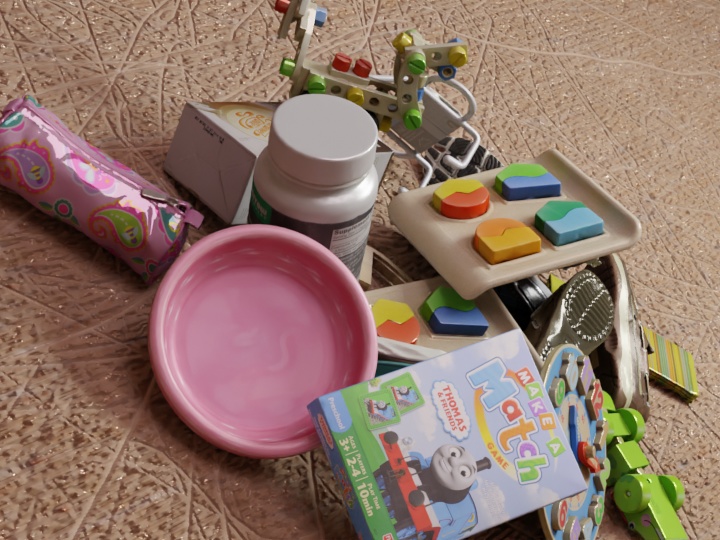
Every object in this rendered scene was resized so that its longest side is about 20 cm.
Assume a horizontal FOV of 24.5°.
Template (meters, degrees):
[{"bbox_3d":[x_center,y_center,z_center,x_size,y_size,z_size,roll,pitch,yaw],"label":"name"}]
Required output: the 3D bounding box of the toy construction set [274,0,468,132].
[{"bbox_3d":[-0.003,-0.206,1.648,0.199,0.132,0.092,24,31,-2],"label":"toy construction set"}]

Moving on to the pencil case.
[{"bbox_3d":[-0.239,-0.073,1.469,0.200,0.088,0.088,33,32,-5],"label":"pencil case"}]

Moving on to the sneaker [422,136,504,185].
[{"bbox_3d":[0.155,-0.077,1.883,0.200,0.077,0.085,34,-7,17],"label":"sneaker"}]

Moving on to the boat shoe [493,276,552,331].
[{"bbox_3d":[0.120,0.001,1.746,0.200,0.070,0.066,44,32,-5],"label":"boat shoe"}]

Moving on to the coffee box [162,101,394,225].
[{"bbox_3d":[-0.079,-0.110,1.651,0.199,0.080,0.114,-6,37,-47],"label":"coffee box"}]

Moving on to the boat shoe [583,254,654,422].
[{"bbox_3d":[0.276,0.078,1.780,0.075,0.075,0.203,25,53,-30],"label":"boat shoe"}]

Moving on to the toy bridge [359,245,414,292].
[{"bbox_3d":[0.000,0.000,1.661,0.199,0.027,0.067,26,33,-16],"label":"toy bridge"}]

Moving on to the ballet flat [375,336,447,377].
[{"bbox_3d":[-0.002,0.081,1.496,0.199,0.070,0.070,13,33,3],"label":"ballet flat"}]

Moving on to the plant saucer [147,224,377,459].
[{"bbox_3d":[-0.086,0.063,1.410,0.199,0.051,0.202,6,71,-19],"label":"plant saucer"}]

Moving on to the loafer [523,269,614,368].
[{"bbox_3d":[0.198,0.070,1.695,0.076,0.067,0.200,55,42,-12],"label":"loafer"}]

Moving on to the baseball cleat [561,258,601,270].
[{"bbox_3d":[0.181,-0.048,1.752,0.106,0.199,0.070,47,54,-27],"label":"baseball cleat"}]

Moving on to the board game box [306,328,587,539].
[{"bbox_3d":[0.074,0.149,1.391,0.199,0.037,0.152,-17,77,-24],"label":"board game box"}]

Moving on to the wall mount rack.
[{"bbox_3d":[0.029,-0.159,1.780,0.174,0.200,0.075,38,63,-11],"label":"wall mount rack"}]

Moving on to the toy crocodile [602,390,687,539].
[{"bbox_3d":[0.261,0.197,1.644,0.067,0.062,0.201,2,51,-44],"label":"toy crocodile"}]

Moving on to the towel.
[{"bbox_3d":[0.293,0.077,1.862,0.199,0.018,0.086,29,30,-13],"label":"towel"}]

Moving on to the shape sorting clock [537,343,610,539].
[{"bbox_3d":[0.196,0.168,1.527,0.200,0.039,0.201,-6,90,-68],"label":"shape sorting clock"}]

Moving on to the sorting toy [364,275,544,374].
[{"bbox_3d":[0.075,0.081,1.571,0.199,0.037,0.185,-14,57,-31],"label":"sorting toy"}]

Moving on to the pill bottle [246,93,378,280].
[{"bbox_3d":[-0.046,-0.052,1.500,0.112,0.201,0.113,6,42,-6],"label":"pill bottle"}]

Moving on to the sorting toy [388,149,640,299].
[{"bbox_3d":[0.152,-0.056,1.664,0.199,0.037,0.185,-19,38,-18],"label":"sorting toy"}]
